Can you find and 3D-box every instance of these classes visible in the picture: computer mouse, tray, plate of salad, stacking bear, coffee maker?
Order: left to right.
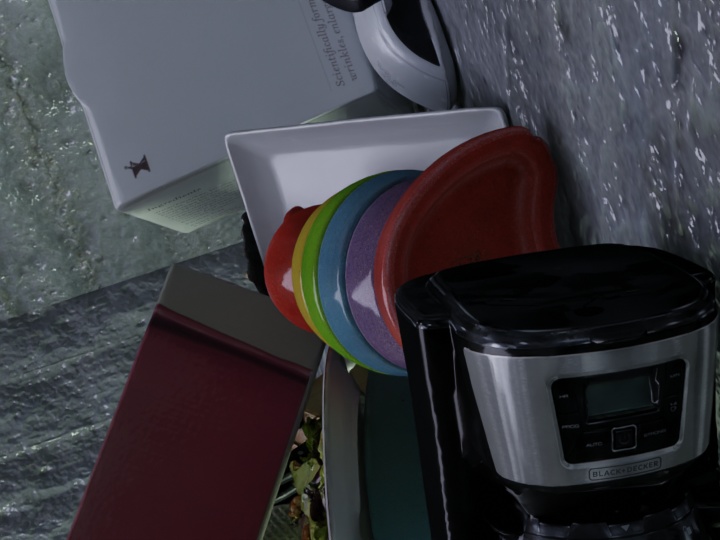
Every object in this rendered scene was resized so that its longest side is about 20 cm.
[{"bbox_3d":[-0.015,0.143,0.953,0.200,0.048,0.201,-5,-90,-85],"label":"plate of salad"},{"bbox_3d":[0.008,-0.184,1.009,0.110,0.044,0.201,91,160,-70],"label":"computer mouse"},{"bbox_3d":[0.015,-0.040,0.952,0.199,0.022,0.108,-2,113,37],"label":"tray"},{"bbox_3d":[0.015,-0.001,0.869,0.200,0.113,0.122,1,110,63],"label":"stacking bear"},{"bbox_3d":[0.074,0.096,0.653,0.192,0.134,0.201,8,107,57],"label":"coffee maker"}]

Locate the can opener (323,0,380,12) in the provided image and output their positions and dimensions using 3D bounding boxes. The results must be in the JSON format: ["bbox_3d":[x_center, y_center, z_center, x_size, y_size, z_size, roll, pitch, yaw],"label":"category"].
[{"bbox_3d":[-0.021,-0.212,0.932,0.200,0.078,0.064,48,163,49],"label":"can opener"}]

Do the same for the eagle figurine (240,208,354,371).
[{"bbox_3d":[0.001,0.007,1.126,0.200,0.151,0.152,99,151,-79],"label":"eagle figurine"}]

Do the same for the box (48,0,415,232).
[{"bbox_3d":[-0.090,-0.159,1.136,0.131,0.199,0.200,20,-131,-73],"label":"box"}]

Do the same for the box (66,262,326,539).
[{"bbox_3d":[-0.105,0.120,1.012,0.128,0.108,0.201,117,171,-63],"label":"box"}]

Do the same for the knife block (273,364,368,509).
[{"bbox_3d":[-0.012,0.108,1.176,0.064,0.201,0.176,21,170,31],"label":"knife block"}]

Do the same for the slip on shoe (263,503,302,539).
[{"bbox_3d":[0.012,0.207,1.071,0.061,0.199,0.074,98,-170,-46],"label":"slip on shoe"}]

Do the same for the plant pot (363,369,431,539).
[{"bbox_3d":[0.071,0.132,0.947,0.142,0.140,0.201,79,179,-51],"label":"plant pot"}]
